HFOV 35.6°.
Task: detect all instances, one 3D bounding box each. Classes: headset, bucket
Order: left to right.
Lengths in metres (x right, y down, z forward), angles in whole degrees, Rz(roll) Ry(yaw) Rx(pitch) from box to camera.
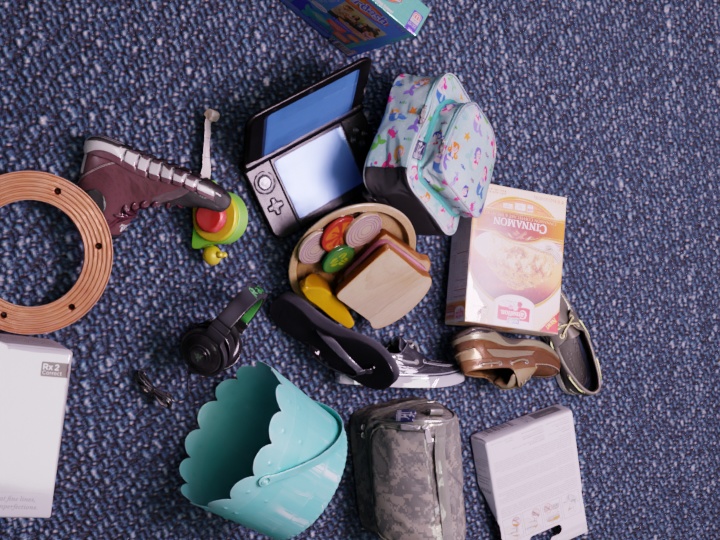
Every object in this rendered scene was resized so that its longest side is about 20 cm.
[{"bbox_3d":[-0.202,0.091,1.446,0.094,0.123,0.201,38,94,4],"label":"headset"},{"bbox_3d":[-0.121,0.235,1.439,0.134,0.206,0.209,35,77,-29],"label":"bucket"}]

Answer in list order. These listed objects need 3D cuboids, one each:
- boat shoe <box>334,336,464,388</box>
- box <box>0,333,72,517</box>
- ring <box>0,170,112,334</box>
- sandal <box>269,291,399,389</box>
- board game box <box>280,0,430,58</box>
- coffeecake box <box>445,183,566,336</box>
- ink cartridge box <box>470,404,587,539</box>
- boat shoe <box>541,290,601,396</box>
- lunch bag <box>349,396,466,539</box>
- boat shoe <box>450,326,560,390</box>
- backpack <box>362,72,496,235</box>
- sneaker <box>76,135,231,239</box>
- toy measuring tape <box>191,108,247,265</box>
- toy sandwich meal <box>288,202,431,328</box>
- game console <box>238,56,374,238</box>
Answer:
[{"bbox_3d":[0.058,0.128,1.591,0.197,0.072,0.069,4,92,-18],"label":"boat shoe"},{"bbox_3d":[-0.456,0.174,1.311,0.197,0.130,0.203,8,89,-25],"label":"box"},{"bbox_3d":[-0.403,-0.022,1.370,0.198,0.019,0.203,-3,101,-15],"label":"ring"},{"bbox_3d":[-0.040,0.105,1.505,0.199,0.077,0.043,30,44,9],"label":"sandal"},{"bbox_3d":[-0.019,-0.352,1.460,0.151,0.199,0.045,36,78,-23],"label":"board game box"},{"bbox_3d":[0.212,-0.014,1.633,0.152,0.073,0.203,8,81,-20],"label":"coffeecake box"},{"bbox_3d":[0.259,0.324,1.709,0.161,0.057,0.203,-16,107,-24],"label":"ink cartridge box"},{"bbox_3d":[0.314,0.099,1.712,0.072,0.060,0.204,-28,104,-22],"label":"boat shoe"},{"bbox_3d":[0.077,0.279,1.548,0.138,0.167,0.203,-7,95,-25],"label":"lunch bag"},{"bbox_3d":[0.211,0.140,1.640,0.198,0.075,0.075,14,59,-33],"label":"boat shoe"},{"bbox_3d":[0.099,-0.168,1.534,0.178,0.149,0.202,45,50,-52],"label":"backpack"},{"bbox_3d":[-0.267,-0.084,1.411,0.198,0.076,0.117,22,96,4],"label":"sneaker"},{"bbox_3d":[-0.179,-0.107,1.463,0.073,0.073,0.203,5,90,-25],"label":"toy measuring tape"},{"bbox_3d":[0.000,0.000,1.512,0.203,0.071,0.207,-14,135,-14],"label":"toy sandwich meal"},{"bbox_3d":[-0.052,-0.160,1.498,0.199,0.116,0.178,-30,104,-21],"label":"game console"}]
